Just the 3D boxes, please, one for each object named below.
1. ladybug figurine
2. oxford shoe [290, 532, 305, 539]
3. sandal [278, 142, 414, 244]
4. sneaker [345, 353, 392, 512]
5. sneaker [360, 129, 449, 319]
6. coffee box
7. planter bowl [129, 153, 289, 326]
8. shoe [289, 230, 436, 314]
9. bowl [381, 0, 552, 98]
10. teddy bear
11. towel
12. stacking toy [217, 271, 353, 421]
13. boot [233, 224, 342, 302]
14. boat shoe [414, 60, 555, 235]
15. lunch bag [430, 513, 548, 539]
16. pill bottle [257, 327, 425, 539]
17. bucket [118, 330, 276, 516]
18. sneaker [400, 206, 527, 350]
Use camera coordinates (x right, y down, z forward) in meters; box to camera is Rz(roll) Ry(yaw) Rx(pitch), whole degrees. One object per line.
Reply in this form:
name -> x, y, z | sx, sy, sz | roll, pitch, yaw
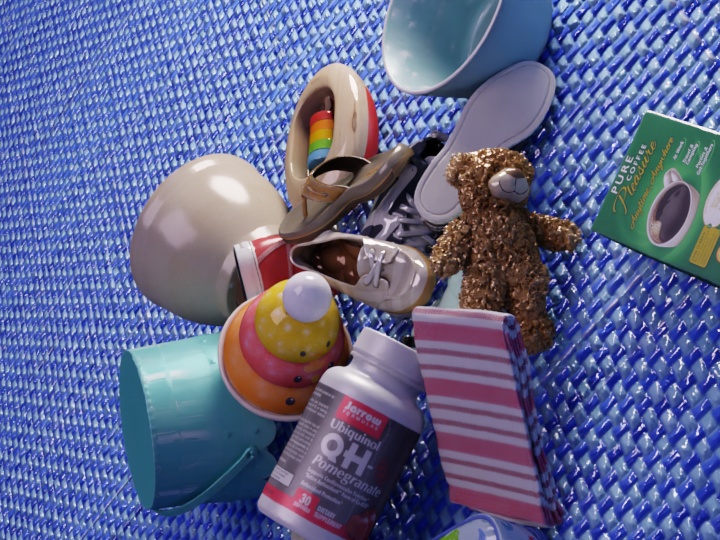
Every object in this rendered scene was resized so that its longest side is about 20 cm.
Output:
ladybug figurine -> -0.028, -0.141, 1.841 | 0.135, 0.072, 0.201 | -24, 53, 47
oxford shoe -> -0.027, 0.276, 1.628 | 0.075, 0.057, 0.200 | -59, 20, 12
sandal -> -0.023, -0.091, 1.675 | 0.200, 0.054, 0.081 | -30, 22, 46
sneaker -> 0.014, 0.164, 1.637 | 0.078, 0.066, 0.201 | -1, 50, 12
sneaker -> 0.064, -0.058, 1.655 | 0.130, 0.079, 0.200 | -41, 31, 48
coffee box -> 0.291, -0.057, 1.361 | 0.200, 0.044, 0.124 | 28, 95, 56
planter bowl -> -0.147, -0.016, 1.856 | 0.134, 0.200, 0.201 | 34, 101, 37
shoe -> 0.000, 0.000, 1.609 | 0.199, 0.053, 0.070 | 15, 94, 53
bowl -> 0.123, -0.258, 1.660 | 0.200, 0.105, 0.202 | -32, 47, 42
teddy bear -> 0.132, -0.017, 1.481 | 0.067, 0.144, 0.201 | 114, 171, -81
towel -> 0.112, 0.128, 1.441 | 0.146, 0.030, 0.202 | 4, 109, 56
stacking toy -> -0.068, 0.057, 1.621 | 0.200, 0.145, 0.147 | 109, 167, -65
boot -> -0.052, 0.051, 1.774 | 0.072, 0.143, 0.201 | -127, 25, -69
boat shoe -> 0.126, -0.120, 1.601 | 0.074, 0.060, 0.201 | 30, 77, 17
lunch bag -> 0.105, 0.323, 1.384 | 0.161, 0.082, 0.201 | -41, 42, 37
pill bottle -> -0.007, 0.161, 1.518 | 0.110, 0.110, 0.201 | 20, 81, 57
bucket -> -0.183, 0.167, 1.769 | 0.207, 0.134, 0.209 | 173, 90, -72
sneaker -> 0.098, 0.010, 1.576 | 0.118, 0.073, 0.202 | -10, 63, 56
